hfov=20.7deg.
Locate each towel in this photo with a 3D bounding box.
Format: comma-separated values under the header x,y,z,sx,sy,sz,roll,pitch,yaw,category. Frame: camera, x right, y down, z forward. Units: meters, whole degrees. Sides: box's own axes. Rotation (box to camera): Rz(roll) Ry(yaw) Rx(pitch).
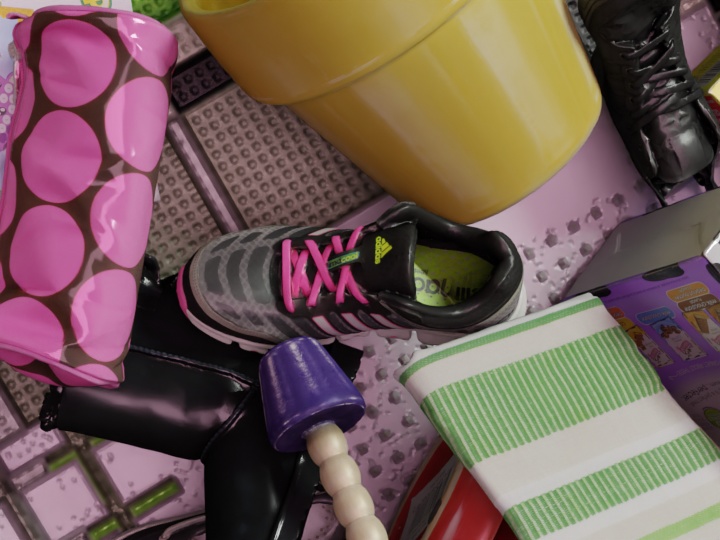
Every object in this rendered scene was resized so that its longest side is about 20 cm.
x,y,z,sx,sy,sz,roll,pitch,yaw,category
0.125,0.104,1.036,0.152,0.023,0.200,-16,57,-36,towel

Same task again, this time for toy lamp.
x,y,z,sx,sy,sz,roll,pitch,yaw,category
-0.001,0.127,1.029,0.058,0.058,0.201,-23,68,-8,toy lamp

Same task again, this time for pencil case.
x,y,z,sx,sy,sz,roll,pitch,yaw,category
-0.157,-0.039,1.051,0.093,0.091,0.201,9,84,-8,pencil case

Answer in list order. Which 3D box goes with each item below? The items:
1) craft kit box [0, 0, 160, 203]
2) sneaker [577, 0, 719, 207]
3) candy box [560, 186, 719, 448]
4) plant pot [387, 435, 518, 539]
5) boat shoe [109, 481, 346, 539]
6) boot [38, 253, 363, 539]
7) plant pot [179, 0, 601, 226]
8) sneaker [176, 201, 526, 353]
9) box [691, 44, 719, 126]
x,y,z,sx,sy,sz,roll,pitch,yaw,category
-0.224,-0.123,1.113,0.196,0.049,0.201,-10,95,-12,craft kit box
0.173,-0.099,1.125,0.060,0.200,0.105,-26,72,-1,sneaker
0.239,0.049,1.138,0.200,0.168,0.072,44,69,-10,candy box
0.109,0.179,1.113,0.182,0.200,0.201,27,89,-5,plant pot
-0.092,0.178,1.144,0.199,0.060,0.074,-20,95,-9,boat shoe
-0.099,0.095,1.098,0.162,0.073,0.199,19,65,-1,boot
0.032,-0.133,1.091,0.201,0.201,0.189,-40,115,-6,plant pot
0.000,0.000,1.075,0.199,0.088,0.074,3,67,-7,sneaker
0.278,-0.051,1.191,0.050,0.075,0.200,-43,100,-5,box
